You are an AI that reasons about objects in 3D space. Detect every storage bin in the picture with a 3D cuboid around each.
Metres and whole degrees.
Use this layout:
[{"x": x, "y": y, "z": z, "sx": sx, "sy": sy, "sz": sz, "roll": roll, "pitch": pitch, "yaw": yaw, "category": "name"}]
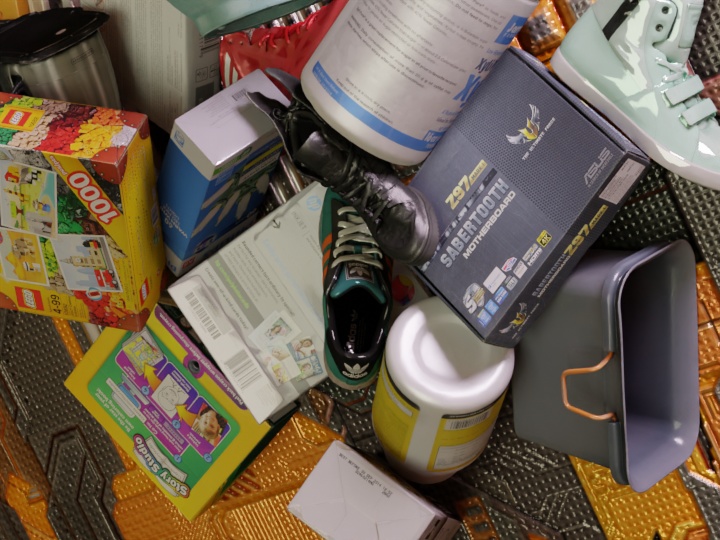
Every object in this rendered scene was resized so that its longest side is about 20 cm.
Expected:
[{"x": 0.196, "y": 0.075, "z": 1.460, "sx": 0.134, "sy": 0.145, "sz": 0.201, "roll": 8, "pitch": 113, "yaw": 39, "category": "storage bin"}]

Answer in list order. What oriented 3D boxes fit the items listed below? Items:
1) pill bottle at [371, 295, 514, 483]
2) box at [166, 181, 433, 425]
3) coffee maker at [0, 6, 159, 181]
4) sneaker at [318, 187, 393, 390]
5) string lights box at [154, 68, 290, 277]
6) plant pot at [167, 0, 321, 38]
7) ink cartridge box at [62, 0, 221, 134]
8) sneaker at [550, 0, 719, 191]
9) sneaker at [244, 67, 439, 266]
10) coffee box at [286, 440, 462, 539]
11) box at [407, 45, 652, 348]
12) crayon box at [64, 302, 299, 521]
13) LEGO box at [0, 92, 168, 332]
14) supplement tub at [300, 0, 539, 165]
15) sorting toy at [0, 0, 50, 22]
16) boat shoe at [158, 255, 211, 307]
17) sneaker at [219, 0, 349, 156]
[{"x": 0.068, "y": 0.114, "z": 1.522, "sx": 0.112, "sy": 0.112, "sz": 0.200, "roll": 36, "pitch": 153, "yaw": 14, "category": "pill bottle"}, {"x": -0.055, "y": 0.023, "z": 1.589, "sx": 0.200, "sy": 0.041, "sz": 0.156, "roll": -36, "pitch": 88, "yaw": 9, "category": "box"}, {"x": -0.283, "y": -0.144, "z": 1.652, "sx": 0.192, "sy": 0.134, "sz": 0.201, "roll": 42, "pitch": 153, "yaw": 62, "category": "coffee maker"}, {"x": 0.000, "y": 0.000, "z": 1.504, "sx": 0.071, "sy": 0.080, "sz": 0.201, "roll": 0, "pitch": 74, "yaw": -6, "category": "sneaker"}, {"x": -0.132, "y": -0.087, "z": 1.562, "sx": 0.059, "sy": 0.103, "sz": 0.200, "roll": 47, "pitch": 149, "yaw": 12, "category": "string lights box"}, {"x": -0.099, "y": -0.277, "z": 1.448, "sx": 0.200, "sy": 0.200, "sz": 0.135, "roll": -16, "pitch": 94, "yaw": 34, "category": "plant pot"}, {"x": -0.209, "y": -0.235, "z": 1.624, "sx": 0.200, "sy": 0.057, "sz": 0.163, "roll": 39, "pitch": 139, "yaw": 37, "category": "ink cartridge box"}, {"x": 0.258, "y": -0.155, "z": 1.366, "sx": 0.200, "sy": 0.074, "sz": 0.118, "roll": 39, "pitch": 120, "yaw": 11, "category": "sneaker"}, {"x": -0.016, "y": -0.087, "z": 1.440, "sx": 0.060, "sy": 0.104, "sz": 0.200, "roll": -49, "pitch": 50, "yaw": 27, "category": "sneaker"}, {"x": 0.017, "y": 0.226, "z": 1.575, "sx": 0.113, "sy": 0.200, "sz": 0.080, "roll": 36, "pitch": 88, "yaw": 15, "category": "coffee box"}, {"x": 0.124, "y": -0.061, "z": 1.421, "sx": 0.200, "sy": 0.051, "sz": 0.158, "roll": -53, "pitch": 53, "yaw": 16, "category": "box"}, {"x": -0.186, "y": 0.128, "z": 1.749, "sx": 0.200, "sy": 0.058, "sz": 0.173, "roll": 46, "pitch": 126, "yaw": 8, "category": "crayon box"}, {"x": -0.263, "y": -0.052, "z": 1.544, "sx": 0.148, "sy": 0.077, "sz": 0.201, "roll": 9, "pitch": 133, "yaw": 12, "category": "LEGO box"}, {"x": 0.053, "y": -0.200, "z": 1.415, "sx": 0.132, "sy": 0.132, "sz": 0.200, "roll": 41, "pitch": 112, "yaw": 11, "category": "supplement tub"}, {"x": -0.397, "y": -0.294, "z": 1.727, "sx": 0.184, "sy": 0.036, "sz": 0.201, "roll": -4, "pitch": 106, "yaw": 32, "category": "sorting toy"}, {"x": -0.170, "y": 0.003, "z": 1.682, "sx": 0.200, "sy": 0.066, "sz": 0.074, "roll": 33, "pitch": 103, "yaw": 22, "category": "boat shoe"}, {"x": -0.066, "y": -0.207, "z": 1.538, "sx": 0.115, "sy": 0.078, "sz": 0.200, "roll": 40, "pitch": 122, "yaw": 10, "category": "sneaker"}]
